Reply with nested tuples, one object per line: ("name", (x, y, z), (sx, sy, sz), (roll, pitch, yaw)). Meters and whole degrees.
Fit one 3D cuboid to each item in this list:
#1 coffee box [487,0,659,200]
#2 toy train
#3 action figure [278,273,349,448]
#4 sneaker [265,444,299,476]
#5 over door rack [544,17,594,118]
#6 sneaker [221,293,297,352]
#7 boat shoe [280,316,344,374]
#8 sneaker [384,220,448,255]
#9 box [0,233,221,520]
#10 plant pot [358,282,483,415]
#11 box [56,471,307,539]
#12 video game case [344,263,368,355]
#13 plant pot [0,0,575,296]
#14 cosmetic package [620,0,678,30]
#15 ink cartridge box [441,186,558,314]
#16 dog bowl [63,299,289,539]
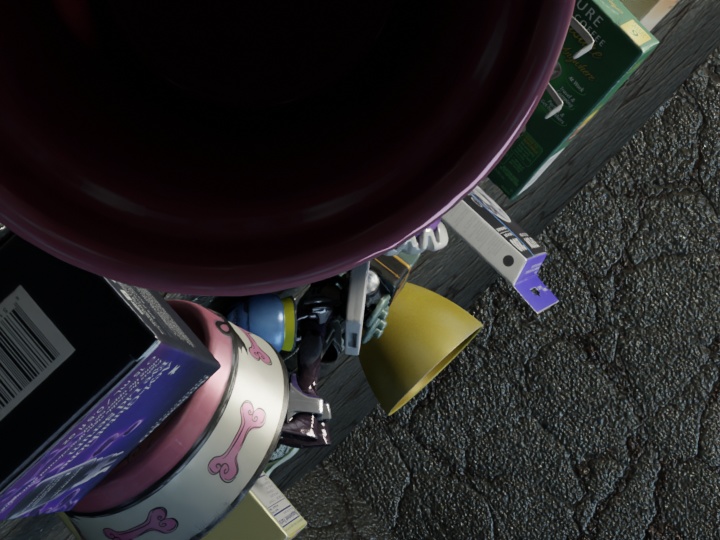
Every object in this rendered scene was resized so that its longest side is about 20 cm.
("coffee box", (0.159, -0.172, 1.192), (0.044, 0.123, 0.200), (-30, 163, -49))
("toy train", (0.017, 0.016, 1.613), (0.114, 0.085, 0.200), (-51, 173, -12))
("action figure", (-0.053, 0.076, 1.367), (0.130, 0.068, 0.203), (104, -8, -71))
("sneaker", (-0.185, 0.326, 2.268), (0.200, 0.077, 0.089), (-49, 158, 4))
("over door rack", (0.071, -0.143, 1.056), (0.198, 0.067, 0.148), (-21, 169, -5))
("sneaker", (-0.115, 0.060, 1.313), (0.077, 0.067, 0.200), (-2, 171, -13))
("boat shoe", (-0.054, 0.092, 1.692), (0.072, 0.068, 0.200), (-47, 172, 19))
("sneaker", (-0.005, -0.054, 1.193), (0.198, 0.080, 0.090), (-14, 113, -38))
("box", (-0.184, 0.063, 0.811), (0.148, 0.104, 0.200), (-43, 171, -1))
("plant pot", (0.069, 0.101, 2.040), (0.200, 0.142, 0.200), (-41, 171, -8))
("box", (-0.190, 0.257, 1.411), (0.176, 0.200, 0.097), (-44, 171, 6))
("video game case", (0.000, 0.000, 1.353), (0.200, 0.018, 0.145), (95, 1, -78))
("plant pot", (-0.039, -0.106, 0.422), (0.200, 0.200, 0.179), (-44, -173, 7))
("cosmetic package", (0.209, -0.225, 1.279), (0.200, 0.087, 0.103), (-47, 172, 23))
("ink cartridge box", (0.180, -0.035, 1.691), (0.043, 0.200, 0.198), (-46, 171, 14))
("dog bowl", (-0.152, 0.108, 0.973), (0.199, 0.074, 0.202), (-26, -143, 22))
